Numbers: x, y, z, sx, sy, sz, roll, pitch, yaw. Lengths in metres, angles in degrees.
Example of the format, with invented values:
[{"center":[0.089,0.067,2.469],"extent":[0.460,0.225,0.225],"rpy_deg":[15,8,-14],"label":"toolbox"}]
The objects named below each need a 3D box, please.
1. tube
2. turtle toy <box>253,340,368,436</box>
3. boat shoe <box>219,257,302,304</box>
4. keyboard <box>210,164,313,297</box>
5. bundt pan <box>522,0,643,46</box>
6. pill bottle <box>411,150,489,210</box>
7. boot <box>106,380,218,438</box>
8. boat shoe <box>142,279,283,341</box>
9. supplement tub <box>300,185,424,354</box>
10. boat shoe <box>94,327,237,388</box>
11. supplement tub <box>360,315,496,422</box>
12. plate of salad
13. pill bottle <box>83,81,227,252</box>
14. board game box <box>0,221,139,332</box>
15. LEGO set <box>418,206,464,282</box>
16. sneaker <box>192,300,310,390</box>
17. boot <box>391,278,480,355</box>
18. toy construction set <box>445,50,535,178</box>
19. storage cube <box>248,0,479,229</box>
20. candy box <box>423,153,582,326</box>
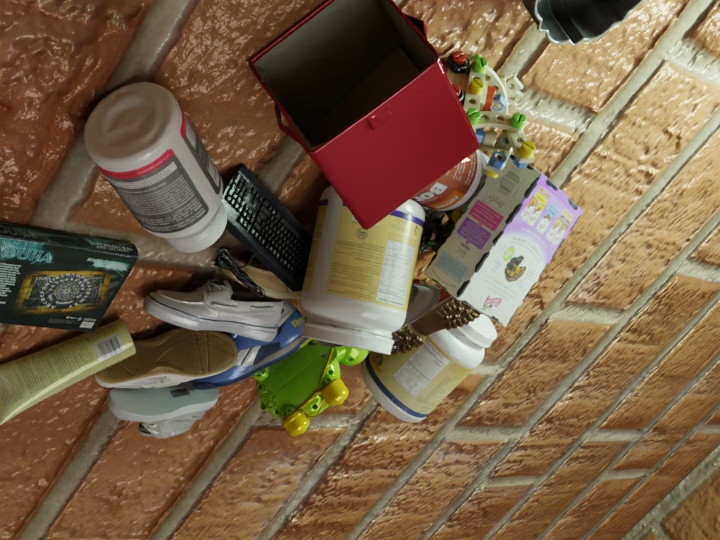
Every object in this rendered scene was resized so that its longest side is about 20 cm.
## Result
[{"center":[-0.392,0.124,1.401],"extent":[0.198,0.058,0.052],"rpy_deg":[-25,120,-21],"label":"tube"},{"center":[-0.073,0.151,1.649],"extent":[0.199,0.146,0.101],"rpy_deg":[-37,168,5],"label":"turtle toy"},{"center":[-0.107,0.001,1.491],"extent":[0.199,0.073,0.070],"rpy_deg":[17,99,-48],"label":"boat shoe"},{"center":[-0.127,-0.032,1.388],"extent":[0.200,0.020,0.128],"rpy_deg":[45,65,-45],"label":"keyboard"},{"center":[0.278,-0.382,1.330],"extent":[0.200,0.076,0.203],"rpy_deg":[-22,144,-17],"label":"bundt pan"},{"center":[0.091,-0.143,1.432],"extent":[0.199,0.113,0.112],"rpy_deg":[17,122,-48],"label":"pill bottle"},{"center":[-0.298,0.209,1.563],"extent":[0.199,0.074,0.096],"rpy_deg":[3,133,-51],"label":"boot"},{"center":[-0.196,0.043,1.461],"extent":[0.198,0.073,0.067],"rpy_deg":[13,102,-37],"label":"boat shoe"},{"center":[0.000,0.000,1.430],"extent":[0.145,0.144,0.203],"rpy_deg":[16,84,-49],"label":"supplement tub"},{"center":[-0.271,0.126,1.503],"extent":[0.198,0.072,0.069],"rpy_deg":[-4,160,-21],"label":"boat shoe"},{"center":[0.111,0.133,1.758],"extent":[0.200,0.145,0.144],"rpy_deg":[-47,144,18],"label":"supplement tub"},{"center":[0.026,0.072,1.577],"extent":[0.198,0.200,0.049],"rpy_deg":[-24,107,-14],"label":"plate of salad"},{"center":[-0.220,-0.107,1.218],"extent":[0.110,0.111,0.201],"rpy_deg":[-31,146,-4],"label":"pill bottle"},{"center":[-0.380,0.011,1.299],"extent":[0.199,0.028,0.136],"rpy_deg":[10,126,-45],"label":"board game box"},{"center":[0.120,-0.034,1.585],"extent":[0.198,0.116,0.154],"rpy_deg":[4,131,-42],"label":"LEGO set"},{"center":[-0.163,0.108,1.569],"extent":[0.198,0.083,0.074],"rpy_deg":[-28,-176,11],"label":"sneaker"},{"center":[0.110,0.041,1.659],"extent":[0.198,0.108,0.075],"rpy_deg":[-23,140,12],"label":"boot"},{"center":[0.161,-0.209,1.377],"extent":[0.130,0.201,0.093],"rpy_deg":[16,128,-4],"label":"toy construction set"},{"center":[0.009,-0.192,1.253],"extent":[0.199,0.172,0.180],"rpy_deg":[-35,146,2],"label":"storage cube"},{"center":[0.199,-0.039,1.491],"extent":[0.201,0.071,0.167],"rpy_deg":[-56,146,4],"label":"candy box"}]
